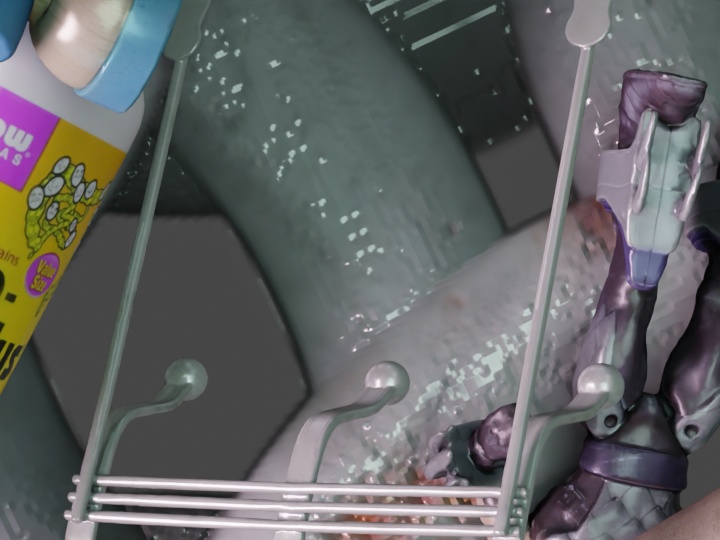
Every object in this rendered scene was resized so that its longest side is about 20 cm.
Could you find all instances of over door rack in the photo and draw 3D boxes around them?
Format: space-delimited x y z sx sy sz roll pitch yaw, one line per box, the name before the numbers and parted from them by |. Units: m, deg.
over door rack | 0.000 0.000 0.858 0.148 0.067 0.200 0 76 25

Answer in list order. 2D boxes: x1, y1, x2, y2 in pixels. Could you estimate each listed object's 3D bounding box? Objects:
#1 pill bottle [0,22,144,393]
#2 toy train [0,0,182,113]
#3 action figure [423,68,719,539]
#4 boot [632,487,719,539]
pill bottle | -0.128 -0.025 0.836 0.104 0.104 0.200 27 90 -9
toy train | -0.082 -0.145 0.771 0.116 0.085 0.200 23 70 -20
action figure | 0.086 0.043 0.903 0.130 0.069 0.200 12 91 -20
boot | 0.147 0.134 0.852 0.146 0.070 0.200 -15 128 24
